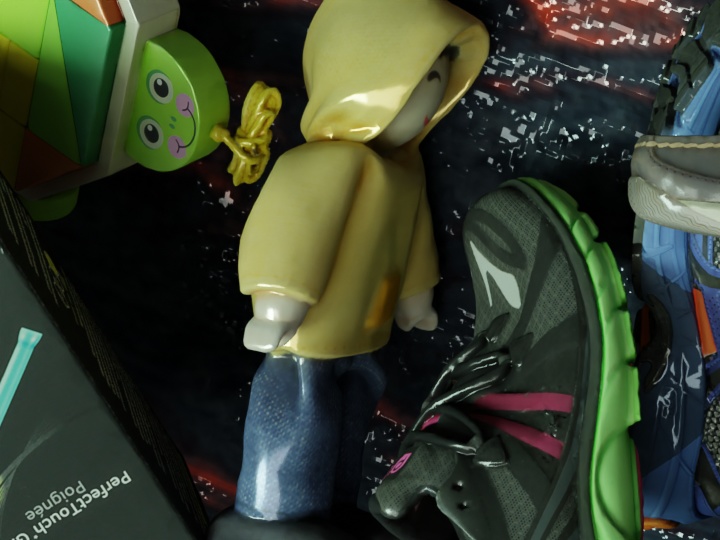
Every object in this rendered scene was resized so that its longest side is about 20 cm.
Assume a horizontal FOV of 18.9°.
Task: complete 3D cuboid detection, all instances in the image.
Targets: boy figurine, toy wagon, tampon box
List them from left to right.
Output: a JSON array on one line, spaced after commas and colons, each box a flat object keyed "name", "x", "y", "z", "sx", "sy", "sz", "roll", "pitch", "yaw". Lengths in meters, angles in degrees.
[{"name": "tampon box", "x": -0.158, "y": 0.057, "z": 0.737, "sx": 0.150, "sy": 0.126, "sz": 0.200, "roll": -30, "pitch": 118, "yaw": -2}, {"name": "toy wagon", "x": -0.114, "y": -0.091, "z": 0.761, "sx": 0.200, "sy": 0.040, "sz": 0.156, "roll": 35, "pitch": 130, "yaw": 23}, {"name": "boy figurine", "x": 0.000, "y": 0.000, "z": 0.741, "sx": 0.064, "sy": 0.124, "sz": 0.201, "roll": 13, "pitch": 91, "yaw": 26}]

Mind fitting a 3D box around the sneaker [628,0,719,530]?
[{"name": "sneaker", "x": 0.129, "y": -0.001, "z": 0.711, "sx": 0.078, "sy": 0.075, "sz": 0.201, "roll": 4, "pitch": 125, "yaw": 8}]

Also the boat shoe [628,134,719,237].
[{"name": "boat shoe", "x": 0.173, "y": -0.047, "z": 0.631, "sx": 0.199, "sy": 0.074, "sz": 0.074, "roll": -5, "pitch": 92, "yaw": -8}]

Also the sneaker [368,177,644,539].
[{"name": "sneaker", "x": 0.044, "y": 0.054, "z": 0.679, "sx": 0.083, "sy": 0.201, "sz": 0.077, "roll": 1, "pitch": 146, "yaw": -1}]
